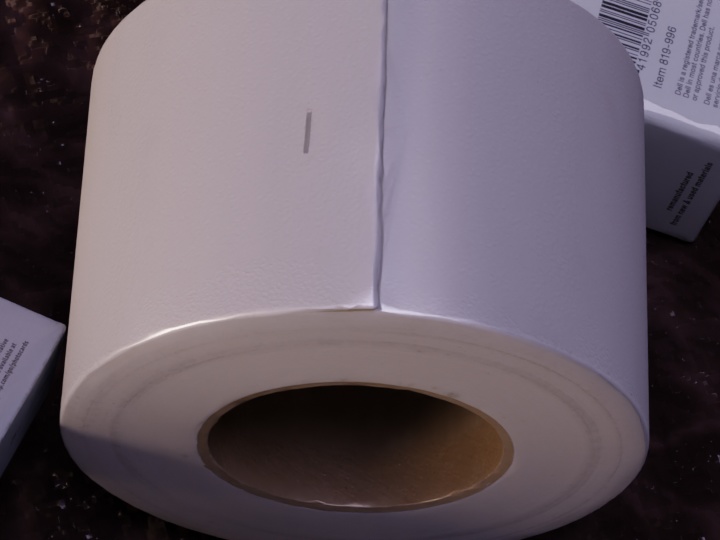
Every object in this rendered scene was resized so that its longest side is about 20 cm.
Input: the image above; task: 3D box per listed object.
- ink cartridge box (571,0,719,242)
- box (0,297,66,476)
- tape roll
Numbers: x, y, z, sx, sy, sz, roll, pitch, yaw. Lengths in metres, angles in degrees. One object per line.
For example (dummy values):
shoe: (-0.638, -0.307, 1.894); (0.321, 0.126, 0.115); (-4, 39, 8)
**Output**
ink cartridge box: (0.065, -0.117, 1.143); (0.199, 0.083, 0.147); (19, 61, -2)
box: (-0.219, 0.039, 0.954); (0.200, 0.041, 0.156); (23, 44, 3)
tape roll: (0.000, 0.000, 1.002); (0.202, 0.203, 0.140); (7, 63, -8)
